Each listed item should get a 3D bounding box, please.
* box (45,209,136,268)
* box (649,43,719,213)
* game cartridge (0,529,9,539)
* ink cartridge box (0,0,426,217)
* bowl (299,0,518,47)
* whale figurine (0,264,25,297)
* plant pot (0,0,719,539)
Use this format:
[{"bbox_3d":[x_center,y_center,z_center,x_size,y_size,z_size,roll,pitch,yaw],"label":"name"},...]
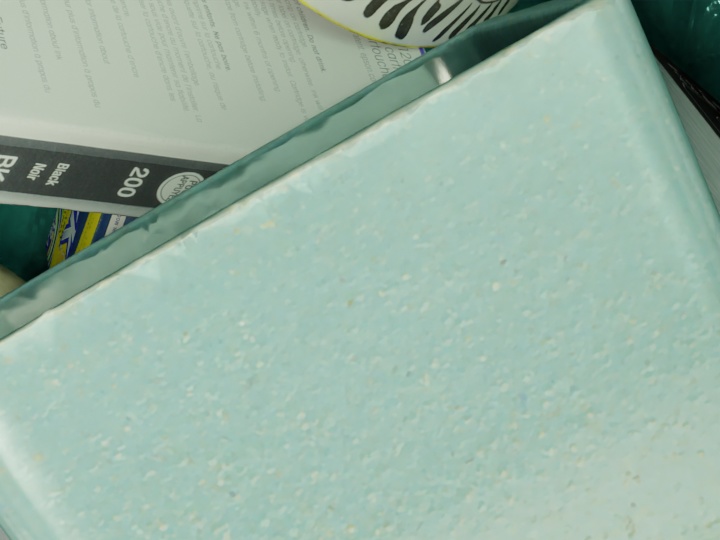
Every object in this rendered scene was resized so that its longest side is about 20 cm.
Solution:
[{"bbox_3d":[0.000,0.000,0.974,0.200,0.064,0.070,14,111,-17],"label":"box"},{"bbox_3d":[0.162,0.023,0.984,0.048,0.158,0.200,-44,138,14],"label":"box"},{"bbox_3d":[-0.098,0.120,0.930,0.133,0.041,0.200,-45,140,-18],"label":"game cartridge"},{"bbox_3d":[-0.079,-0.103,0.921,0.200,0.043,0.198,6,51,-36],"label":"ink cartridge box"},{"bbox_3d":[0.031,-0.179,0.923,0.201,0.094,0.201,17,66,-43],"label":"bowl"},{"bbox_3d":[-0.166,0.084,0.949,0.159,0.104,0.200,-1,105,-37],"label":"whale figurine"},{"bbox_3d":[0.015,0.061,0.779,0.196,0.196,0.200,-31,96,-6],"label":"plant pot"}]
